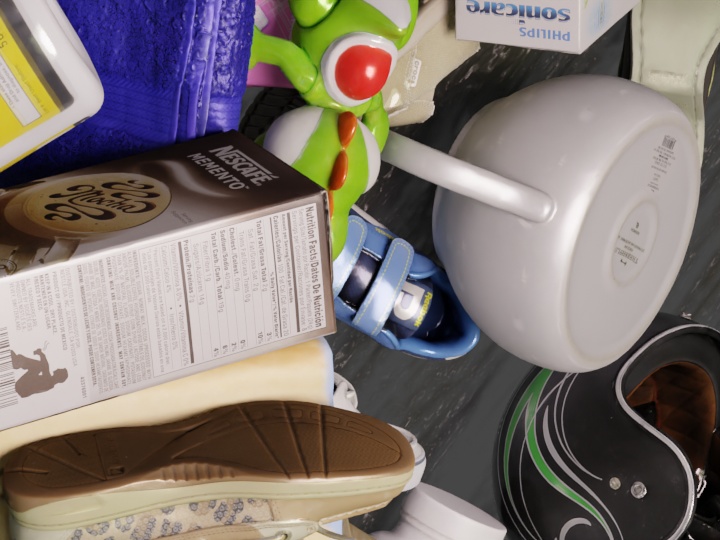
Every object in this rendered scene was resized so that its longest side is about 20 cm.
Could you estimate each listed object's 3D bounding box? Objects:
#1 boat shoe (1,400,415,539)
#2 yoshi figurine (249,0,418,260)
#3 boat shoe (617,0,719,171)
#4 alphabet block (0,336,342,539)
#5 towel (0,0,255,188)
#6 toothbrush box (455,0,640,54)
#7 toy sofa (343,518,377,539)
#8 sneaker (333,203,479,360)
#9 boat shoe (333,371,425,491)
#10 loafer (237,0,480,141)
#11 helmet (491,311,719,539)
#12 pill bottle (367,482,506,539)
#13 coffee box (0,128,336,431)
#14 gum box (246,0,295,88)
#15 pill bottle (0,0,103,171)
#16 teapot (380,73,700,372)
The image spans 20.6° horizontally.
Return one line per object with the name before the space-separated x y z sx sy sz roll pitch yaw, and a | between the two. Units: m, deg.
boat shoe | -0.072 0.110 0.962 0.198 0.073 0.063 -4 117 -6
yoshi figurine | -0.024 -0.103 1.104 0.112 0.111 0.202 26 78 -75
boat shoe | 0.209 -0.146 1.348 0.071 0.061 0.203 12 85 -5
alphabet block | -0.130 0.111 1.083 0.198 0.195 0.198 -10 111 -16
towel | -0.132 -0.107 1.063 0.050 0.146 0.202 -33 134 -69
toothbrush box | 0.119 -0.249 1.189 0.146 0.085 0.202 -41 135 -57
toy sofa | -0.055 0.248 1.255 0.097 0.083 0.201 31 96 -6
sneaker | 0.000 0.000 1.239 0.199 0.082 0.074 26 94 -39
boat shoe | -0.031 0.094 1.259 0.199 0.073 0.066 13 104 -40
loafer | 0.008 -0.111 1.204 0.200 0.075 0.069 -42 121 -16
helmet | 0.185 0.132 1.359 0.198 0.192 0.201 -17 148 -11
pill bottle | 0.024 0.249 1.340 0.104 0.104 0.201 23 93 -40
coffee box | -0.124 0.002 0.975 0.198 0.113 0.081 -16 116 -25
gum box | -0.066 -0.199 1.120 0.113 0.066 0.202 0 108 -37
pill bottle | -0.237 -0.080 0.994 0.199 0.112 0.112 -31 125 -1
teapot | 0.109 -0.040 1.235 0.197 0.145 0.201 -43 142 -34
